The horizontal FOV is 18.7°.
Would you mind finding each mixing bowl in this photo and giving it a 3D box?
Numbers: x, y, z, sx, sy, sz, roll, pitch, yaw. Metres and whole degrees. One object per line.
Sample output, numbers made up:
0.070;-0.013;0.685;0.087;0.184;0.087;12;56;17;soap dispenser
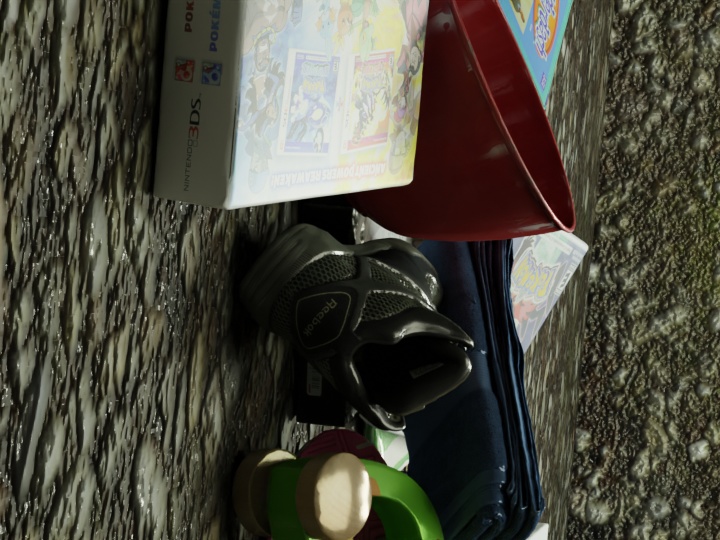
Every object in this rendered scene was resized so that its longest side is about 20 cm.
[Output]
0.034;-0.093;1.224;0.201;0.108;0.201;60;15;-27;mixing bowl

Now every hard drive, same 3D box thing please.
0.000;0.000;1.372;0.200;0.038;0.141;-55;149;-71;hard drive

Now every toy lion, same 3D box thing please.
0.007;0.208;1.197;0.191;0.068;0.201;18;75;-47;toy lion

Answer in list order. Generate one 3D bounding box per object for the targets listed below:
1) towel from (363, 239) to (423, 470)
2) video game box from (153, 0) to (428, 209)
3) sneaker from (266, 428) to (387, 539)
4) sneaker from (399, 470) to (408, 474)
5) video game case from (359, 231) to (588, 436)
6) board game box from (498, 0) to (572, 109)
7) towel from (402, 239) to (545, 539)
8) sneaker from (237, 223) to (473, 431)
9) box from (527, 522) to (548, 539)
0.028;0.049;1.583;0.153;0.023;0.201;-25;119;-77;towel
-0.024;-0.127;1.029;0.200;0.047;0.184;-11;106;-64;video game box
-0.017;0.192;1.288;0.088;0.081;0.201;-141;-127;-85;sneaker
0.011;0.175;1.394;0.200;0.070;0.078;83;10;-75;sneaker
0.084;0.040;1.542;0.183;0.023;0.200;-59;159;3;video game case
0.082;-0.226;1.492;0.201;0.045;0.152;62;27;-29;board game box
0.061;0.078;1.290;0.112;0.048;0.201;128;-38;-49;towel
0.016;0.036;1.191;0.076;0.114;0.199;-47;163;9;sneaker
0.075;0.247;1.688;0.200;0.112;0.102;3;94;-79;box
